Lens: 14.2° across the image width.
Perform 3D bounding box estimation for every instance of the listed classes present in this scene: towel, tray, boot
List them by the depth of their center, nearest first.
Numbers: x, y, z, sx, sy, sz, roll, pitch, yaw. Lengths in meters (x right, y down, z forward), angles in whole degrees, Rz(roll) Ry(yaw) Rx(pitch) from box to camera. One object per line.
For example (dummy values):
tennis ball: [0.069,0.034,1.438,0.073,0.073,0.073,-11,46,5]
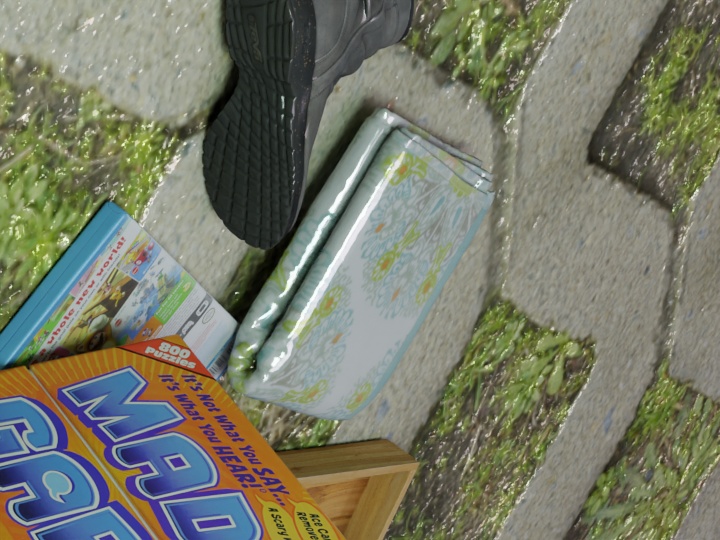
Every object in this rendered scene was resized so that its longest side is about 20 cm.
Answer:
boot: [-0.020,-0.113,1.678,0.132,0.070,0.200,-35,150,-41]
towel: [0.000,0.000,1.831,0.200,0.048,0.171,-60,155,2]
tray: [-0.046,0.170,1.959,0.200,0.037,0.099,-2,122,-56]

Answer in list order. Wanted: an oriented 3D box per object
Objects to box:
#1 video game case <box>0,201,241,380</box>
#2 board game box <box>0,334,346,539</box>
video game case: [-0.148,0.056,1.706,0.143,0.018,0.200,-51,151,-6]
board game box: [-0.154,0.188,1.602,0.200,0.200,0.200,-12,132,-31]
